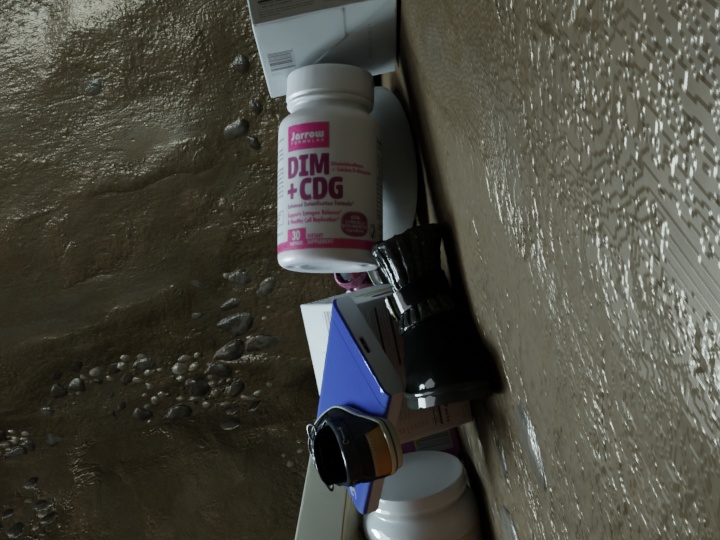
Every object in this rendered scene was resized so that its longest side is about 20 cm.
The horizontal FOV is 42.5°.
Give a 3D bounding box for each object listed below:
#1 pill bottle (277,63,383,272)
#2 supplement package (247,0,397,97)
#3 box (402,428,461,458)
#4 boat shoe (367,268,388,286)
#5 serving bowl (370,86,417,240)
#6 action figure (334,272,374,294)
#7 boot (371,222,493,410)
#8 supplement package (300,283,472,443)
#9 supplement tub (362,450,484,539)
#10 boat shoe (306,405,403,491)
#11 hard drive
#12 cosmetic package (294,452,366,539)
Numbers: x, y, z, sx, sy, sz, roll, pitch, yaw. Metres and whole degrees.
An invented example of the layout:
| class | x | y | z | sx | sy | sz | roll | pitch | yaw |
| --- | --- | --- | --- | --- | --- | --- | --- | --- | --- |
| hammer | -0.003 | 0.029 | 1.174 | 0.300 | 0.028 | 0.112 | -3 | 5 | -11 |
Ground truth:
| class | x | y | z | sx | sy | sz | roll | pitch | yaw |
| --- | --- | --- | --- | --- | --- | --- | --- | --- | --- |
| pill bottle | -0.032 | -0.104 | 0.974 | 0.113 | 0.111 | 0.205 | 100 | 170 | -83 |
| supplement package | -0.053 | -0.323 | 0.989 | 0.152 | 0.148 | 0.204 | 84 | 173 | -73 |
| box | 0.069 | 0.200 | 1.285 | 0.201 | 0.095 | 0.179 | 86 | 172 | -66 |
| boat shoe | 0.031 | -0.058 | 1.191 | 0.063 | 0.072 | 0.205 | 62 | -162 | -68 |
| serving bowl | -0.002 | -0.113 | 1.095 | 0.199 | 0.065 | 0.205 | 173 | 90 | -68 |
| action figure | 0.000 | 0.000 | 1.296 | 0.136 | 0.148 | 0.199 | 64 | -162 | 19 |
| boot | 0.063 | 0.039 | 0.873 | 0.211 | 0.078 | 0.161 | -127 | 26 | -85 |
| supplement package | 0.024 | 0.101 | 1.065 | 0.199 | 0.109 | 0.159 | 173 | 84 | -68 |
| supplement tub | 0.081 | 0.338 | 1.114 | 0.146 | 0.142 | 0.204 | -113 | 11 | -77 |
| boat shoe | -0.022 | 0.178 | 0.924 | 0.199 | 0.061 | 0.076 | -19 | 87 | 69 |
| hard drive | -0.005 | 0.145 | 0.977 | 0.202 | 0.025 | 0.133 | 99 | 149 | -43 |
| cosmetic package | -0.026 | 0.312 | 1.143 | 0.104 | 0.072 | 0.203 | 57 | -146 | -49 |
